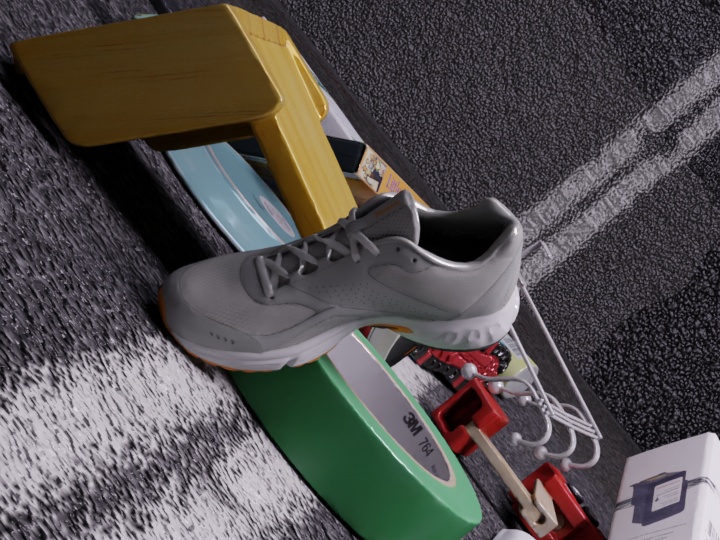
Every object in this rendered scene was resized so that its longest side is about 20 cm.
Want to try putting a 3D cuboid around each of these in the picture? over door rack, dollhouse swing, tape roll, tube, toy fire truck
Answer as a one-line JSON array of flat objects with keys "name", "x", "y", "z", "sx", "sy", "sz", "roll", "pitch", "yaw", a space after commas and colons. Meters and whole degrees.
[{"name": "over door rack", "x": 0.128, "y": 0.060, "z": 1.460, "sx": 0.148, "sy": 0.066, "sz": 0.201, "roll": 30, "pitch": 43, "yaw": -63}, {"name": "dollhouse swing", "x": -0.093, "y": -0.060, "z": 1.091, "sx": 0.200, "sy": 0.180, "sz": 0.177, "roll": -34, "pitch": 114, "yaw": -83}, {"name": "tape roll", "x": -0.009, "y": 0.082, "z": 1.052, "sx": 0.201, "sy": 0.048, "sz": 0.201, "roll": 50, "pitch": 8, "yaw": -9}, {"name": "tube", "x": 0.118, "y": 0.056, "z": 1.999, "sx": 0.052, "sy": 0.058, "sz": 0.200, "roll": -17, "pitch": 55, "yaw": -36}, {"name": "toy fire truck", "x": 0.147, "y": 0.192, "z": 1.452, "sx": 0.200, "sy": 0.049, "sz": 0.141, "roll": 56, "pitch": 9, "yaw": 33}]

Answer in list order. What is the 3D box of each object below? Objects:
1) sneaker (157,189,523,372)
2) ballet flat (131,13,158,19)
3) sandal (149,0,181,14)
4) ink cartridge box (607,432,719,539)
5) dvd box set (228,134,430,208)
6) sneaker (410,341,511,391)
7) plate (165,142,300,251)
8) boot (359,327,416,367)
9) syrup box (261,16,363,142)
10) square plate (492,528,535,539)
[{"name": "sneaker", "x": -0.008, "y": -0.006, "z": 0.943, "sx": 0.092, "sy": 0.198, "sz": 0.076, "roll": 101, "pitch": -22, "yaw": -48}, {"name": "ballet flat", "x": -0.124, "y": -0.181, "z": 1.584, "sx": 0.200, "sy": 0.074, "sz": 0.074, "roll": 42, "pitch": 11, "yaw": -49}, {"name": "sandal", "x": -0.139, "y": -0.150, "z": 1.482, "sx": 0.075, "sy": 0.045, "sz": 0.201, "roll": -113, "pitch": 177, "yaw": -49}, {"name": "ink cartridge box", "x": 0.263, "y": 0.243, "z": 1.424, "sx": 0.146, "sy": 0.084, "sz": 0.200, "roll": 64, "pitch": 23, "yaw": -15}, {"name": "dvd box set", "x": -0.020, "y": -0.064, "z": 1.469, "sx": 0.145, "sy": 0.030, "sz": 0.200, "roll": 12, "pitch": -14, "yaw": 27}, {"name": "sneaker", "x": 0.065, "y": 0.047, "z": 1.652, "sx": 0.096, "sy": 0.079, "sz": 0.200, "roll": 44, "pitch": -6, "yaw": 33}, {"name": "plate", "x": -0.081, "y": -0.045, "z": 1.338, "sx": 0.200, "sy": 0.026, "sz": 0.200, "roll": 49, "pitch": 7, "yaw": -8}, {"name": "boot", "x": 0.000, "y": 0.000, "z": 1.365, "sx": 0.145, "sy": 0.072, "sz": 0.200, "roll": 55, "pitch": -5, "yaw": 4}, {"name": "syrup box", "x": -0.062, "y": -0.143, "z": 1.724, "sx": 0.201, "sy": 0.081, "sz": 0.079, "roll": 57, "pitch": 8, "yaw": 33}, {"name": "square plate", "x": 0.156, "y": 0.262, "z": 1.240, "sx": 0.200, "sy": 0.028, "sz": 0.198, "roll": 52, "pitch": 7, "yaw": 9}]
